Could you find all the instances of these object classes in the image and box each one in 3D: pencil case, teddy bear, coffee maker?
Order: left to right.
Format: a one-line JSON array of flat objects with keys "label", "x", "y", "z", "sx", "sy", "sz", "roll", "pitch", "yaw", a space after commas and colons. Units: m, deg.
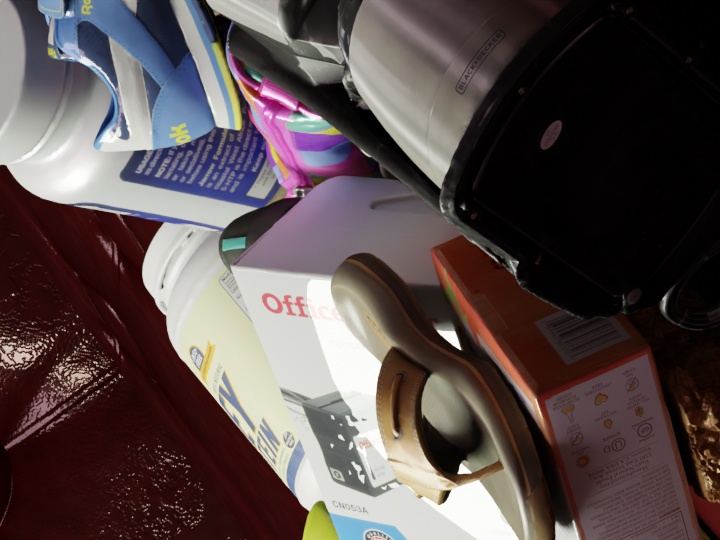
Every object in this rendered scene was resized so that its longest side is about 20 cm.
[{"label": "pencil case", "x": -0.017, "y": -0.086, "z": 1.340, "sx": 0.088, "sy": 0.088, "sz": 0.200, "roll": 51, "pitch": 175, "yaw": 14}, {"label": "coffee maker", "x": 0.046, "y": -0.073, "z": 1.048, "sx": 0.200, "sy": 0.135, "sz": 0.192, "roll": 42, "pitch": 164, "yaw": 43}, {"label": "teddy bear", "x": 0.143, "y": 0.036, "z": 1.191, "sx": 0.145, "sy": 0.067, "sz": 0.200, "roll": 65, "pitch": 173, "yaw": -9}]

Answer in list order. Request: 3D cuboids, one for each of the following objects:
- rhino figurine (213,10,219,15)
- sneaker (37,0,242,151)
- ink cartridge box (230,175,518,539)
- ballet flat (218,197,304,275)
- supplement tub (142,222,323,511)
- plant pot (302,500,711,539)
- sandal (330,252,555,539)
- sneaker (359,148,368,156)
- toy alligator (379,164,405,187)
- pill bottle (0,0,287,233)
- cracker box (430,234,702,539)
[{"label": "rhino figurine", "x": -0.091, "y": -0.192, "z": 1.439, "sx": 0.088, "sy": 0.060, "sz": 0.200, "roll": 56, "pitch": 174, "yaw": -14}, {"label": "sneaker", "x": -0.126, "y": -0.147, "z": 1.287, "sx": 0.074, "sy": 0.082, "sz": 0.200, "roll": -93, "pitch": -20, "yaw": -76}, {"label": "ink cartridge box", "x": 0.041, "y": 0.062, "z": 1.320, "sx": 0.145, "sy": 0.084, "sz": 0.200, "roll": 6, "pitch": 127, "yaw": 41}, {"label": "ballet flat", "x": 0.000, "y": 0.000, "z": 1.431, "sx": 0.068, "sy": 0.068, "sz": 0.200, "roll": -4, "pitch": 162, "yaw": 40}, {"label": "supplement tub", "x": -0.029, "y": 0.040, "z": 1.649, "sx": 0.200, "sy": 0.145, "sz": 0.145, "roll": 48, "pitch": 167, "yaw": 25}, {"label": "plant pot", "x": 0.087, "y": 0.192, "z": 1.540, "sx": 0.200, "sy": 0.181, "sz": 0.199, "roll": 46, "pitch": 165, "yaw": 32}, {"label": "sandal", "x": 0.028, "y": 0.063, "z": 1.157, "sx": 0.200, "sy": 0.054, "sz": 0.080, "roll": 48, "pitch": 162, "yaw": 48}, {"label": "sneaker", "x": 0.031, "y": -0.121, "z": 1.181, "sx": 0.085, "sy": 0.077, "sz": 0.200, "roll": 17, "pitch": 147, "yaw": 32}, {"label": "toy alligator", "x": 0.081, "y": 0.008, "z": 1.348, "sx": 0.059, "sy": 0.054, "sz": 0.200, "roll": -16, "pitch": 112, "yaw": 49}, {"label": "pill bottle", "x": -0.128, "y": -0.090, "z": 1.436, "sx": 0.200, "sy": 0.120, "sz": 0.120, "roll": 11, "pitch": -156, "yaw": -44}, {"label": "cracker box", "x": 0.100, "y": 0.089, "z": 1.175, "sx": 0.134, "sy": 0.058, "sz": 0.200, "roll": -124, "pitch": 13, "yaw": -56}]
